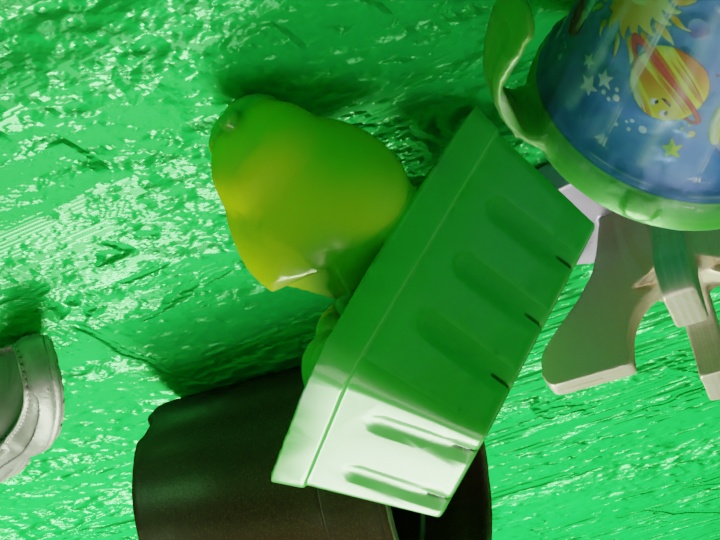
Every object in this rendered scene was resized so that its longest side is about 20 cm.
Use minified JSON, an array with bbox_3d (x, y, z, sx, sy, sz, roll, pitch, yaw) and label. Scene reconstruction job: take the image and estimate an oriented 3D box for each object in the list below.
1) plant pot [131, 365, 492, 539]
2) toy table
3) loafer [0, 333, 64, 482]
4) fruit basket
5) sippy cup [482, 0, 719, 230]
[{"bbox_3d":[-0.036,0.147,1.190,0.198,0.201,0.200,-10,156,22],"label":"plant pot"},{"bbox_3d":[0.184,-0.004,1.015,0.200,0.117,0.184,-22,152,23],"label":"toy table"},{"bbox_3d":[-0.243,0.097,1.139,0.070,0.070,0.200,-5,156,-27],"label":"loafer"},{"bbox_3d":[0.000,0.000,0.916,0.215,0.216,0.156,-1,146,-16],"label":"fruit basket"},{"bbox_3d":[0.155,-0.110,0.789,0.178,0.140,0.130,-39,159,-34],"label":"sippy cup"}]
